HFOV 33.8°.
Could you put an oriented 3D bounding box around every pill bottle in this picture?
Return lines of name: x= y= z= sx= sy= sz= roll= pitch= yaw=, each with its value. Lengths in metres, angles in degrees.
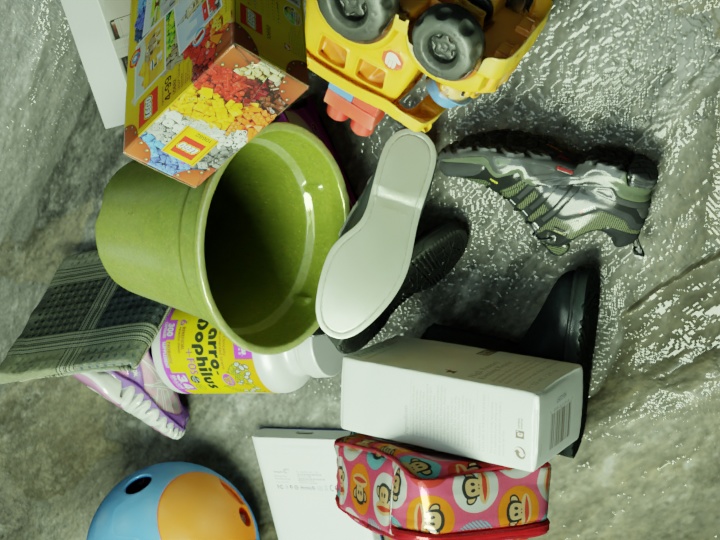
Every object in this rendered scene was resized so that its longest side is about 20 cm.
pill bottle: x=-0.114 y=0.075 z=1.237 sx=0.197 sy=0.104 sz=0.106 roll=-4 pitch=109 yaw=30

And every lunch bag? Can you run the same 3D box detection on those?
lunch bag: x=0.081 y=0.192 z=1.081 sx=0.199 sy=0.173 sz=0.084 roll=-175 pitch=84 yaw=-66

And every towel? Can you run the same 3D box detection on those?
towel: x=-0.276 y=0.044 z=1.266 sx=0.197 sy=0.194 sz=0.035 roll=-8 pitch=132 yaw=29

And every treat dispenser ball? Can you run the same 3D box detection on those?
treat dispenser ball: x=-0.211 y=0.320 z=1.340 sx=0.198 sy=0.201 sz=0.204 roll=12 pitch=117 yaw=24

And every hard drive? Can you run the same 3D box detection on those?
hard drive: x=-0.042 y=0.274 z=1.332 sx=0.130 sy=0.025 sz=0.203 roll=-3 pitch=109 yaw=30

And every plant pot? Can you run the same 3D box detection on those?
plant pot: x=-0.139 y=-0.035 z=1.092 sx=0.182 sy=0.199 sz=0.204 roll=6 pitch=115 yaw=38

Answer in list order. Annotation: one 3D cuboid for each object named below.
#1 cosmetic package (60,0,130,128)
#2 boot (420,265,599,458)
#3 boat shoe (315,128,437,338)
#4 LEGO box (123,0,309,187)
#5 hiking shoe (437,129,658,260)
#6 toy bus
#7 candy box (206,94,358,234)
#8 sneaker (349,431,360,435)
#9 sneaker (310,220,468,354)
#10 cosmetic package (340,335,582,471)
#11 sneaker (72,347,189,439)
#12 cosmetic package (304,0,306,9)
cosmetic package: x=-0.247 y=-0.253 z=1.182 sx=0.050 sy=0.083 sz=0.203 roll=-9 pitch=107 yaw=29
boot: x=0.133 y=0.076 z=1.115 sx=0.165 sy=0.077 sz=0.203 roll=12 pitch=123 yaw=20
boat shoe: x=0.016 y=-0.030 z=1.087 sx=0.072 sy=0.062 sz=0.203 roll=23 pitch=83 yaw=1
LEGO box: x=-0.120 y=-0.196 z=0.966 sx=0.077 sy=0.203 sz=0.148 roll=25 pitch=135 yaw=-36
hiking shoe: x=0.157 y=-0.062 z=1.042 sx=0.197 sy=0.076 sz=0.102 roll=13 pitch=114 yaw=23
toy bus: x=0.042 y=-0.191 z=1.027 sx=0.198 sy=0.136 sz=0.194 roll=30 pitch=136 yaw=11
candy box: x=-0.110 y=-0.074 z=1.195 sx=0.198 sy=0.061 sz=0.138 roll=-19 pitch=102 yaw=34
sneaker: x=0.074 y=0.211 z=1.212 sx=0.198 sy=0.073 sz=0.083 roll=32 pitch=114 yaw=9
sneaker: x=0.001 y=0.001 z=1.139 sx=0.199 sy=0.060 sz=0.104 roll=-43 pitch=55 yaw=-1
cosmetic package: x=0.088 y=0.113 z=1.051 sx=0.197 sy=0.101 sz=0.075 roll=9 pitch=104 yaw=32
sneaker: x=-0.233 y=0.120 z=1.306 sx=0.080 sy=0.089 sz=0.200 roll=24 pitch=165 yaw=26
cosmetic package: x=-0.064 y=-0.322 z=1.048 sx=0.106 sy=0.090 sz=0.201 roll=40 pitch=122 yaw=8
